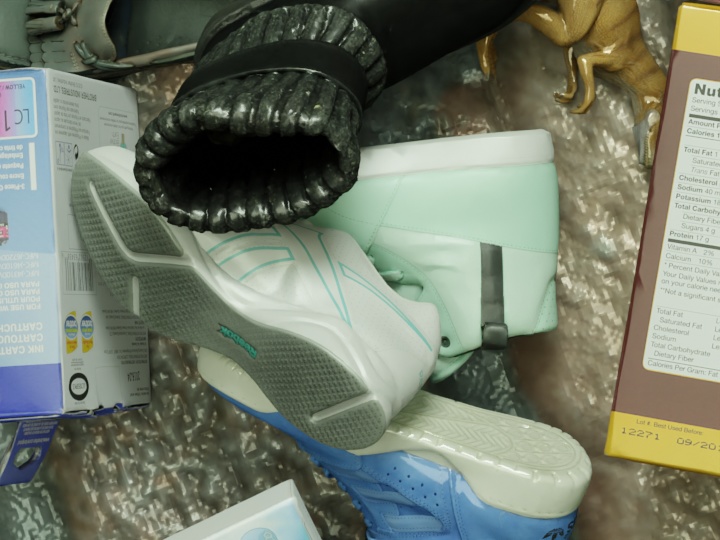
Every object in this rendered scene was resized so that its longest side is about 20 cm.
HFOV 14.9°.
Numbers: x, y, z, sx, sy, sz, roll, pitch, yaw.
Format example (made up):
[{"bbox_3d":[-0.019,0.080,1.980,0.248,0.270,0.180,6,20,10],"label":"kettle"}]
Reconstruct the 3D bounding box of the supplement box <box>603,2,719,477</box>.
[{"bbox_3d":[0.203,-0.007,1.256,0.133,0.197,0.200,10,92,12],"label":"supplement box"}]

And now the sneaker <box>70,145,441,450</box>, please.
[{"bbox_3d":[-0.050,0.003,1.296,0.200,0.080,0.070,37,138,14],"label":"sneaker"}]

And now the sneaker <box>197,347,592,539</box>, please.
[{"bbox_3d":[0.005,0.105,1.339,0.200,0.077,0.111,20,119,7],"label":"sneaker"}]

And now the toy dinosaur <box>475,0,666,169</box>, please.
[{"bbox_3d":[0.103,-0.144,1.343,0.106,0.060,0.200,-15,115,15],"label":"toy dinosaur"}]

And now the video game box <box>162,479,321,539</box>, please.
[{"bbox_3d":[-0.082,0.223,1.303,0.200,0.047,0.182,-25,101,2],"label":"video game box"}]

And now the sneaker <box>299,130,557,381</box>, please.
[{"bbox_3d":[0.000,0.000,1.355,0.200,0.074,0.118,-6,92,13],"label":"sneaker"}]

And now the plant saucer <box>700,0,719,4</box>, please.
[{"bbox_3d":[0.219,-0.140,1.255,0.200,0.201,0.051,10,100,12],"label":"plant saucer"}]

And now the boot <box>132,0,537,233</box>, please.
[{"bbox_3d":[0.000,-0.100,1.262,0.211,0.158,0.079,-31,106,19],"label":"boot"}]

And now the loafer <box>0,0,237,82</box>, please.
[{"bbox_3d":[-0.108,-0.133,1.391,0.200,0.063,0.072,-2,89,12],"label":"loafer"}]

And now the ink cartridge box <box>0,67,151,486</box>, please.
[{"bbox_3d":[-0.160,0.005,1.363,0.076,0.136,0.200,-5,88,14],"label":"ink cartridge box"}]
